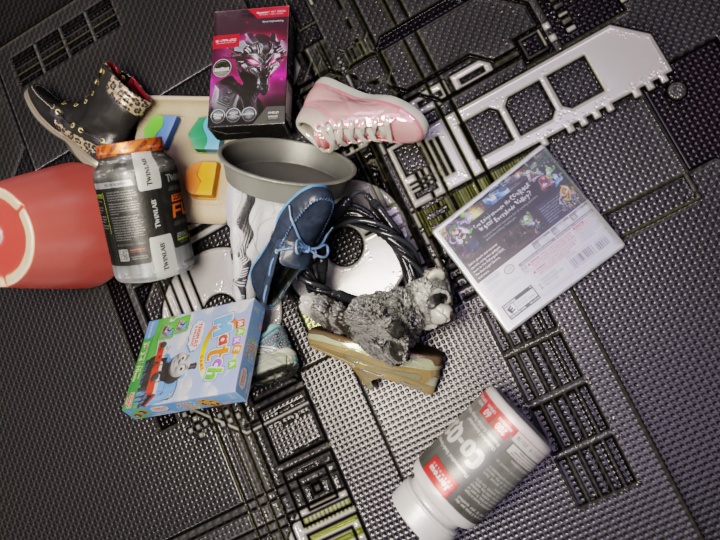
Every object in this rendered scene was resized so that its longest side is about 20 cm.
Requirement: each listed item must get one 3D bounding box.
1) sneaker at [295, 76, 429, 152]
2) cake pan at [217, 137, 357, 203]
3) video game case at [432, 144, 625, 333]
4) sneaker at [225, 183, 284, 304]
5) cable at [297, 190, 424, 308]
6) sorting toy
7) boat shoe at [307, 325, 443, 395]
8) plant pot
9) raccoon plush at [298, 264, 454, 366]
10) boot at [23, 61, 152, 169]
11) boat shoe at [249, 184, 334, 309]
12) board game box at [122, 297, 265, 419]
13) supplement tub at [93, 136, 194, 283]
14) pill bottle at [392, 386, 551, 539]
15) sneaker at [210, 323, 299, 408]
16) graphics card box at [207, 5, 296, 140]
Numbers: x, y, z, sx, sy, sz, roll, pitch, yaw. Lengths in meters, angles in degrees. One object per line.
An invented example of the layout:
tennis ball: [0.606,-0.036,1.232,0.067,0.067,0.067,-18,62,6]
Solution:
sneaker: [-0.005,-0.205,1.011,0.199,0.076,0.105,24,67,22]
cake pan: [-0.105,-0.142,0.991,0.198,0.200,0.037,17,116,15]
video game case: [0.231,-0.044,0.977,0.199,0.023,0.183,-38,77,8]
sneaker: [-0.138,-0.036,1.031,0.113,0.075,0.202,-6,114,-19]
cable: [0.000,0.000,0.992,0.162,0.051,0.201,-36,93,2]
sorting toy: [-0.285,-0.179,1.109,0.183,0.036,0.203,4,85,14]
boat shoe: [0.015,0.132,0.988,0.198,0.072,0.077,13,101,16]
plant pot: [-0.480,-0.060,1.047,0.198,0.177,0.203,3,100,19]
raccoon plush: [0.030,0.033,0.941,0.199,0.097,0.134,29,60,14]
boot: [-0.437,-0.270,1.124,0.200,0.073,0.151,45,107,11]
boat shoe: [-0.083,-0.026,0.944,0.201,0.083,0.069,-59,43,39]
board game box: [-0.239,0.128,1.008,0.198,0.037,0.153,-13,50,23]
supplement tub: [-0.323,-0.091,1.036,0.121,0.123,0.203,-5,104,13]
pill bottle: [0.142,0.261,0.915,0.200,0.114,0.114,-46,76,4]
sneaker: [-0.187,0.142,1.040,0.198,0.078,0.087,-21,60,9]
graphics card box: [-0.165,-0.304,1.073,0.124,0.051,0.203,-1,77,8]
